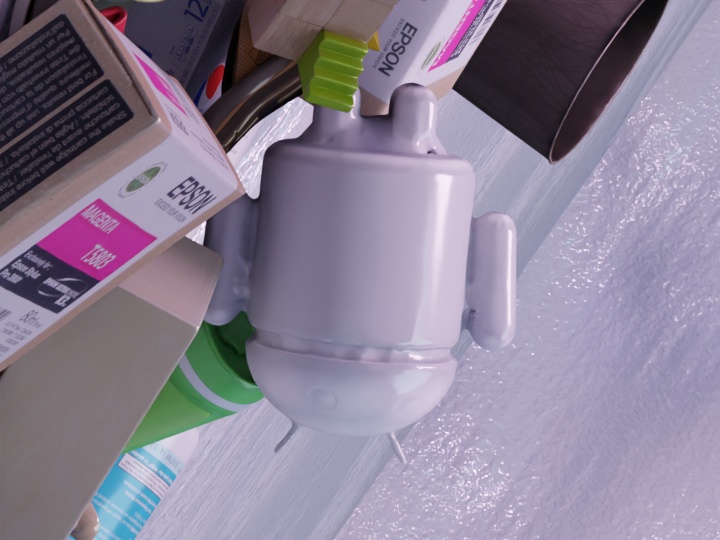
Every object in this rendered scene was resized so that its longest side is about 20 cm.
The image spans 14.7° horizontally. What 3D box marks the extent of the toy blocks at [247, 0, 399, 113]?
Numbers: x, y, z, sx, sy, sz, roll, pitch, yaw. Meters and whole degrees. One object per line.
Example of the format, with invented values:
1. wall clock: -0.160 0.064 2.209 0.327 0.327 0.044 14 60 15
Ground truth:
1. toy blocks: -0.005 -0.197 1.331 0.137 0.100 0.201 -50 -144 38

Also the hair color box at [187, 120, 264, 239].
1. hair color box: -0.081 -0.117 1.596 0.200 0.060 0.100 -58 171 1

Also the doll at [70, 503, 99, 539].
1. doll: -0.242 0.170 1.567 0.200 0.049 0.137 -12 149 -50

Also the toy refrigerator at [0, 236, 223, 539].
1. toy refrigerator: -0.150 0.058 1.466 0.200 0.076 0.070 -57 -170 36

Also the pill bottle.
1. pill bottle: -0.195 0.152 1.721 0.200 0.111 0.111 -57 171 -10

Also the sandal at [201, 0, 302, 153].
1. sandal: -0.052 -0.109 1.427 0.200 0.055 0.082 -41 179 -6

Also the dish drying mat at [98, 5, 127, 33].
1. dish drying mat: -0.159 -0.066 1.365 0.077 0.018 0.200 -23 165 -21

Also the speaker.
1. speaker: -0.132 0.058 1.558 0.200 0.089 0.088 -22 -164 38

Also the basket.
1. basket: 0.079 -0.180 1.790 0.136 0.200 0.180 -61 169 21

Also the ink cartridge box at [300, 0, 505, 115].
1. ink cartridge box: 0.047 -0.184 1.558 0.200 0.075 0.165 -58 172 22

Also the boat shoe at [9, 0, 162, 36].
1. boat shoe: -0.104 -0.163 1.313 0.202 0.060 0.072 -60 171 29

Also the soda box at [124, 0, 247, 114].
1. soda box: -0.121 -0.083 1.490 0.200 0.063 0.068 -63 168 26

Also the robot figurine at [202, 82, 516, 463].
1. robot figurine: 0.000 0.000 1.463 0.113 0.169 0.201 -75 172 -85

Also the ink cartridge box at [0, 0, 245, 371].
1. ink cartridge box: -0.153 -0.033 1.279 0.164 0.075 0.200 -35 168 3
